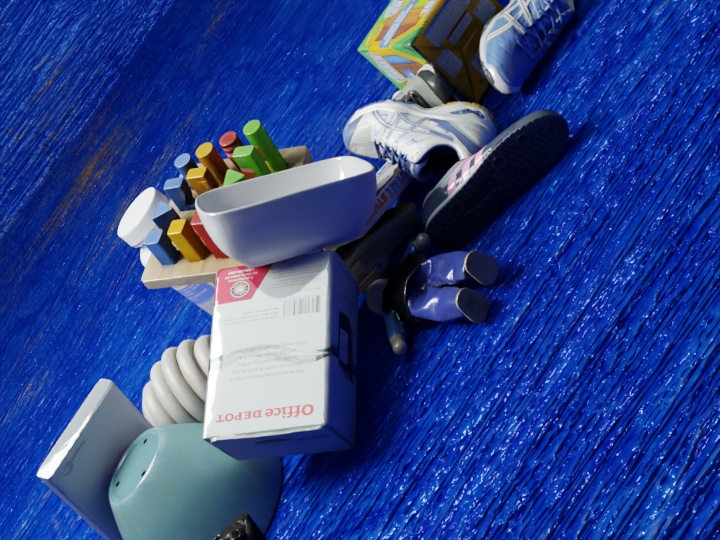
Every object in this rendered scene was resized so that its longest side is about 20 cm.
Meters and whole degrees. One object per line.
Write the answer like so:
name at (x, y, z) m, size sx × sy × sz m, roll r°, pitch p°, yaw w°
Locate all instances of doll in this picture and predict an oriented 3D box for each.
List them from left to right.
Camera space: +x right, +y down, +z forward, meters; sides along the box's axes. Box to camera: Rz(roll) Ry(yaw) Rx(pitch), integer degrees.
doll at (0.063, 0.026, 1.279) m, size 0.199 × 0.048 × 0.138 m, roll -5°, pitch 66°, yaw 59°

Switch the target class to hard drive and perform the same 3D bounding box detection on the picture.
hard drive at (-0.279, 0.239, 1.401) m, size 0.026 × 0.201 × 0.133 m, roll 8°, pitch 54°, yaw 36°

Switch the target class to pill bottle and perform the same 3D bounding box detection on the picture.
pill bottle at (-0.237, -0.026, 1.680) m, size 0.112 × 0.199 × 0.113 m, roll -39°, pitch 28°, yaw 26°

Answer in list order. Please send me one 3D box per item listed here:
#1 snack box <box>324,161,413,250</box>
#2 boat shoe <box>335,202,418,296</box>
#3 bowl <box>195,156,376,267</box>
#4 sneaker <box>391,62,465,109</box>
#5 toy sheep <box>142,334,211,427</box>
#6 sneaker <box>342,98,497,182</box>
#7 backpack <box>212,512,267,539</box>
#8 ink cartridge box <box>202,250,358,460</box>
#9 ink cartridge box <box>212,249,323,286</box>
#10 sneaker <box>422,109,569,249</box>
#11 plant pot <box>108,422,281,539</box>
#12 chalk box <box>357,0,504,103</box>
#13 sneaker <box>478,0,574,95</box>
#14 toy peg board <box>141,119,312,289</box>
snack box at (0.025, -0.096, 1.461) m, size 0.072 × 0.024 × 0.200 m, roll -24°, pitch 20°, yaw 47°
boat shoe at (0.000, 0.000, 1.407) m, size 0.200 × 0.065 × 0.072 m, roll -43°, pitch 14°, yaw -13°
bowl at (-0.078, -0.065, 1.335) m, size 0.198 × 0.076 × 0.200 m, roll -17°, pitch 14°, yaw -8°
sneaker at (0.068, -0.194, 1.483) m, size 0.079 × 0.074 × 0.200 m, roll -43°, pitch 5°, yaw -18°
toy sheep at (-0.206, 0.151, 1.492) m, size 0.200 × 0.138 × 0.138 m, roll -44°, pitch 26°, yaw 9°
sneaker at (0.060, -0.148, 1.412) m, size 0.198 × 0.075 × 0.089 m, roll -1°, pitch 55°, yaw 30°
backpack at (-0.160, 0.360, 1.155) m, size 0.198 × 0.155 × 0.164 m, roll -27°, pitch 31°, yaw 3°
ink cartridge box at (-0.082, 0.094, 1.285) m, size 0.143 × 0.083 × 0.202 m, roll -9°, pitch 62°, yaw 19°
ink cartridge box at (-0.095, -0.027, 1.576) m, size 0.201 × 0.083 × 0.147 m, roll -51°, pitch 26°, yaw 3°
sneaker at (0.139, -0.114, 1.303) m, size 0.200 × 0.070 × 0.082 m, roll -41°, pitch 31°, yaw 22°
plant pot at (-0.203, 0.252, 1.348) m, size 0.200 × 0.134 × 0.201 m, roll -39°, pitch 29°, yaw 27°
chalk box at (0.091, -0.298, 1.553) m, size 0.126 × 0.124 × 0.199 m, roll -56°, pitch 26°, yaw -9°
sneaker at (0.203, -0.297, 1.417) m, size 0.077 × 0.075 × 0.202 m, roll -16°, pitch 45°, yaw 58°
toy peg board at (-0.187, -0.094, 1.525) m, size 0.197 × 0.098 × 0.202 m, roll -6°, pitch 49°, yaw 25°
